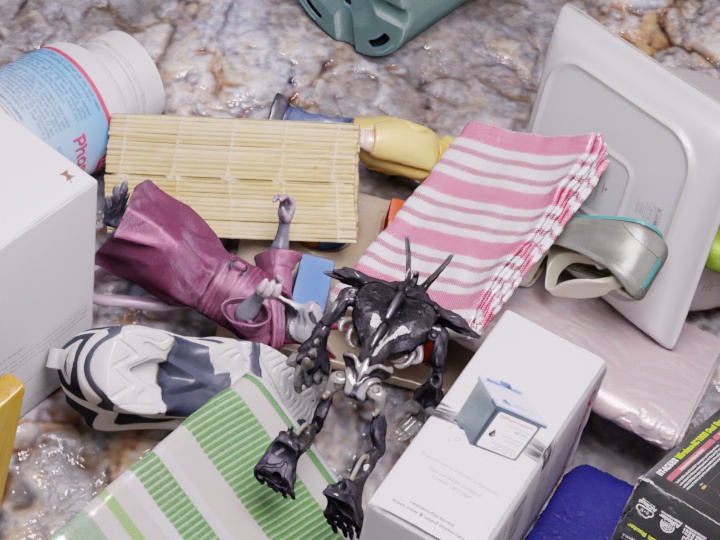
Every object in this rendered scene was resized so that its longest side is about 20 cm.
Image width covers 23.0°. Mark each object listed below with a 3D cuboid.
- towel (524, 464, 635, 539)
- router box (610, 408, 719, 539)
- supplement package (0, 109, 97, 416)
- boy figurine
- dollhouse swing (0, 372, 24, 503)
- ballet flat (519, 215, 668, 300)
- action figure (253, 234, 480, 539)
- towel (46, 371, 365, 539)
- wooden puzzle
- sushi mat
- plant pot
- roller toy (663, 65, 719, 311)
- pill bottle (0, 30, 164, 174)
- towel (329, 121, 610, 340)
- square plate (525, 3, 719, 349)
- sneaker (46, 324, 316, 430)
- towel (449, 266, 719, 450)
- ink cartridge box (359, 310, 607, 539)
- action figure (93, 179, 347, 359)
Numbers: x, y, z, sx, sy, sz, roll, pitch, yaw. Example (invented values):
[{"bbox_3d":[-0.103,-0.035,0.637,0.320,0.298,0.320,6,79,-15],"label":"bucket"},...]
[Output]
[{"bbox_3d":[0.208,0.229,1.236,0.200,0.050,0.148,28,43,15],"label":"towel"},{"bbox_3d":[0.283,0.172,1.234,0.150,0.062,0.200,32,28,21],"label":"router box"},{"bbox_3d":[-0.266,0.003,1.241,0.117,0.200,0.117,36,52,20],"label":"supplement package"},{"bbox_3d":[0.022,-0.094,1.444,0.200,0.124,0.065,14,85,2],"label":"boy figurine"},{"bbox_3d":[-0.363,0.110,1.165,0.200,0.182,0.176,37,41,20],"label":"dollhouse swing"},{"bbox_3d":[0.139,-0.015,1.332,0.200,0.067,0.064,11,71,47],"label":"ballet flat"},{"bbox_3d":[0.003,0.076,1.209,0.119,0.102,0.200,26,62,6],"label":"action figure"},{"bbox_3d":[-0.095,0.178,1.189,0.200,0.023,0.153,-41,101,-35],"label":"towel"},{"bbox_3d":[0.000,0.000,1.396,0.200,0.046,0.185,11,48,0],"label":"wooden puzzle"},{"bbox_3d":[-0.099,-0.072,1.379,0.200,0.012,0.096,3,86,3],"label":"sushi mat"},{"bbox_3d":[0.046,-0.306,1.588,0.200,0.200,0.196,36,60,20],"label":"plant pot"},{"bbox_3d":[0.254,-0.064,1.436,0.182,0.140,0.200,31,40,11],"label":"roller toy"},{"bbox_3d":[-0.257,-0.114,1.408,0.109,0.109,0.200,40,54,23],"label":"pill bottle"},{"bbox_3d":[0.079,-0.035,1.312,0.146,0.030,0.200,10,52,45],"label":"towel"},{"bbox_3d":[0.188,-0.070,1.339,0.028,0.200,0.198,-15,42,-37],"label":"square plate"},{"bbox_3d":[-0.137,0.083,1.279,0.199,0.080,0.130,10,-4,-41],"label":"sneaker"},{"bbox_3d":[0.169,0.052,1.345,0.200,0.032,0.191,26,24,12],"label":"towel"},{"bbox_3d":[0.078,0.149,1.211,0.086,0.147,0.200,27,49,13],"label":"ink cartridge box"},{"bbox_3d":[-0.105,0.017,1.298,0.200,0.149,0.134,33,27,3],"label":"action figure"}]
